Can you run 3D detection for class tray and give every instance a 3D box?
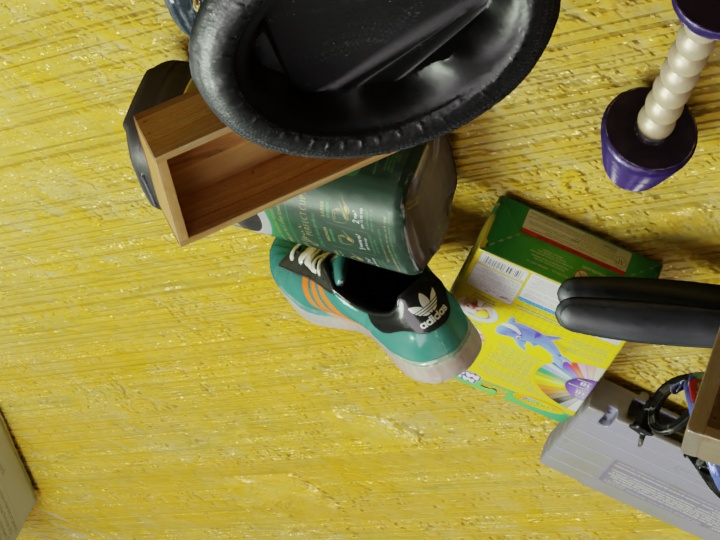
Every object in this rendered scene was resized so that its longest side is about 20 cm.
[{"bbox_3d":[-0.025,-0.090,1.580,0.037,0.200,0.099,61,171,29],"label":"tray"}]

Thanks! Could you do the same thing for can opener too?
[{"bbox_3d":[0.219,0.026,1.707,0.200,0.063,0.079,4,107,12],"label":"can opener"}]

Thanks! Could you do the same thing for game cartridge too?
[{"bbox_3d":[0.236,0.146,1.973,0.200,0.038,0.130,25,158,-3],"label":"game cartridge"}]

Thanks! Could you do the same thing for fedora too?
[{"bbox_3d":[0.003,-0.151,1.481,0.200,0.092,0.201,-7,138,-6],"label":"fedora"}]

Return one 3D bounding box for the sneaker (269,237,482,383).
[{"bbox_3d":[0.000,0.000,1.812,0.200,0.071,0.080,29,155,48],"label":"sneaker"}]

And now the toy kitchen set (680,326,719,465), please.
[{"bbox_3d":[0.283,0.010,1.495,0.163,0.181,0.200,18,158,9],"label":"toy kitchen set"}]

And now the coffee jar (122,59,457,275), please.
[{"bbox_3d":[-0.046,-0.067,1.736,0.200,0.085,0.104,14,155,17],"label":"coffee jar"}]

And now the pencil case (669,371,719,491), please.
[{"bbox_3d":[0.286,0.065,1.630,0.200,0.087,0.078,-23,105,14],"label":"pencil case"}]

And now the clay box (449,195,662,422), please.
[{"bbox_3d":[0.114,0.031,1.833,0.115,0.048,0.200,24,155,-1],"label":"clay box"}]

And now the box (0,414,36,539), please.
[{"bbox_3d":[-0.418,0.186,2.485,0.199,0.131,0.200,17,153,15],"label":"box"}]

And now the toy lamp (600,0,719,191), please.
[{"bbox_3d":[0.170,-0.102,1.522,0.058,0.058,0.200,22,152,3],"label":"toy lamp"}]

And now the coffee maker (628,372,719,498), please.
[{"bbox_3d":[0.316,0.136,1.806,0.200,0.135,0.192,43,172,-33],"label":"coffee maker"}]

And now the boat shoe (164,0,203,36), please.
[{"bbox_3d":[-0.076,-0.185,1.553,0.091,0.071,0.200,39,148,33],"label":"boat shoe"}]
